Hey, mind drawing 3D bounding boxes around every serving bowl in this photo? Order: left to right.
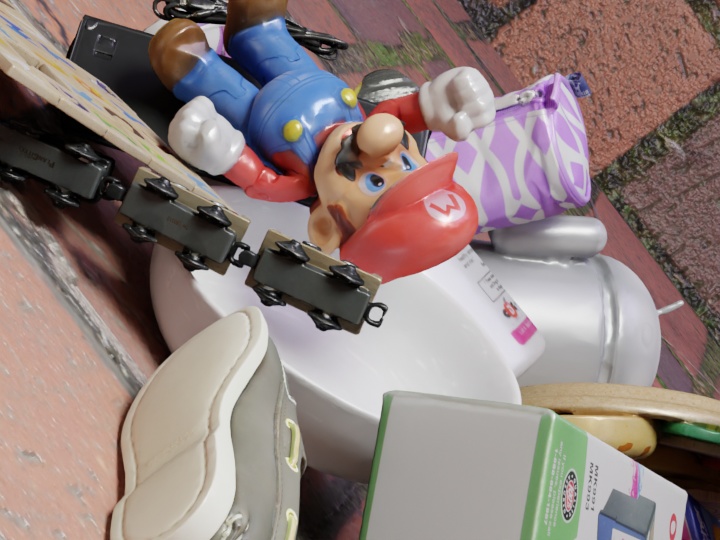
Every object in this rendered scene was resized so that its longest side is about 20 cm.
[{"bbox_3d":[-0.021,0.043,1.241,0.200,0.066,0.200,27,22,-11],"label":"serving bowl"}]

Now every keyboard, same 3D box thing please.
[{"bbox_3d":[-0.058,-0.094,1.350,0.200,0.021,0.127,17,55,-7],"label":"keyboard"}]

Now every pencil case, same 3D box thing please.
[{"bbox_3d":[0.039,-0.058,1.480,0.086,0.200,0.084,54,27,-51],"label":"pencil case"}]

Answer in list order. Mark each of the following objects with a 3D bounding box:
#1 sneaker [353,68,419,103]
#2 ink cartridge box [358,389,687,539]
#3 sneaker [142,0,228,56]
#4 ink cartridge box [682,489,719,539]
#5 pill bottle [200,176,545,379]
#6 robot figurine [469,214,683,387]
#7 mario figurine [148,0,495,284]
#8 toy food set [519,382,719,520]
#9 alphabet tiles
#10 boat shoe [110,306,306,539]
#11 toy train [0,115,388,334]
[{"bbox_3d":[0.018,-0.034,1.607,0.090,0.078,0.200,-127,-152,-66],"label":"sneaker"},{"bbox_3d":[0.073,0.148,1.140,0.200,0.087,0.146,35,63,-63],"label":"ink cartridge box"},{"bbox_3d":[-0.067,-0.093,1.544,0.114,0.073,0.200,60,13,19],"label":"sneaker"},{"bbox_3d":[0.189,0.213,1.446,0.200,0.076,0.137,37,34,-58],"label":"ink cartridge box"},{"bbox_3d":[0.000,0.000,1.404,0.200,0.113,0.113,51,11,0],"label":"pill bottle"},{"bbox_3d":[0.097,0.040,1.536,0.200,0.170,0.113,7,31,-16],"label":"robot figurine"},{"bbox_3d":[-0.015,-0.079,1.258,0.200,0.124,0.106,43,9,29],"label":"mario figurine"},{"bbox_3d":[0.151,0.108,1.455,0.200,0.198,0.049,132,-35,-69],"label":"toy food set"},{"bbox_3d":[-0.161,-0.108,1.228,0.167,0.008,0.200,33,8,-49],"label":"alphabet tiles"},{"bbox_3d":[-0.057,0.081,1.044,0.060,0.072,0.202,50,17,-18],"label":"boat shoe"},{"bbox_3d":[-0.079,-0.020,1.170,0.200,0.034,0.046,25,6,1],"label":"toy train"}]
